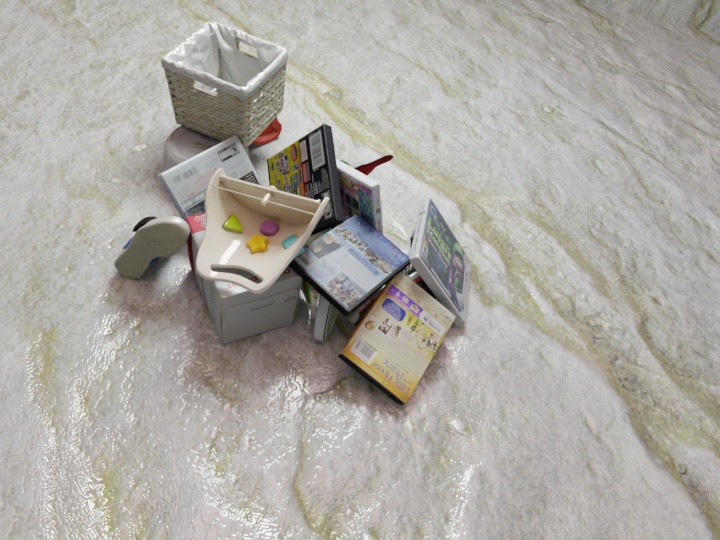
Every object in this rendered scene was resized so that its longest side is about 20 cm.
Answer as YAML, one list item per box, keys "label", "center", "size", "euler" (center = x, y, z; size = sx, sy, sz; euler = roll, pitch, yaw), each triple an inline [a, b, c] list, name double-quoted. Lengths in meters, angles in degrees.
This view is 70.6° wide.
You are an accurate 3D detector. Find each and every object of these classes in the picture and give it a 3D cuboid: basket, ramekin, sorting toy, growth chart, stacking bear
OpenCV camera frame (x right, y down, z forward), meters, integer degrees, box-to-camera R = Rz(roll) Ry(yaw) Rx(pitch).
- label: "basket"
  center: [-0.287, -0.406, 1.111]
  size: [0.198, 0.161, 0.200]
  euler: [23, 53, 6]
- label: "ramekin"
  center: [-0.345, -0.247, 1.145]
  size: [0.200, 0.105, 0.200]
  euler: [7, 48, -7]
- label: "sorting toy"
  center: [-0.172, -0.050, 0.825]
  size: [0.200, 0.107, 0.180]
  euler: [17, 57, 11]
- label: "growth chart"
  center: [-0.126, -0.003, 0.959]
  size: [0.018, 0.145, 0.200]
  euler: [-25, 60, -16]
- label: "stacking bear"
  center: [-0.313, -0.416, 1.301]
  size: [0.200, 0.121, 0.114]
  euler: [37, 62, 22]

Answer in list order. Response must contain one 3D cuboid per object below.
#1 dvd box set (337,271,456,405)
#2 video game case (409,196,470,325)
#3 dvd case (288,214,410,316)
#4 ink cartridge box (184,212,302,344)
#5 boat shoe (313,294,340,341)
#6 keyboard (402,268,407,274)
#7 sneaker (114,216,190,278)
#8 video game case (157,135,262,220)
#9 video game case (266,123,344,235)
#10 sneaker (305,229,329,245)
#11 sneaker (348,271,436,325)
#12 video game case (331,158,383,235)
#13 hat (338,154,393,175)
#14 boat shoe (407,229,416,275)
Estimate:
- label: "dvd box set"
  center: [0.070, 0.117, 0.915]
  size: [0.146, 0.029, 0.200]
  euler: [38, 62, -6]
- label: "video game case"
  center: [0.167, -0.020, 1.023]
  size: [0.023, 0.200, 0.182]
  euler: [-18, 37, 31]
- label: "dvd case"
  center: [-0.015, -0.016, 0.904]
  size: [0.143, 0.018, 0.200]
  euler: [41, 46, 13]
- label: "ink cartridge box"
  center: [-0.215, 0.003, 0.926]
  size: [0.145, 0.145, 0.200]
  euler: [-16, 54, -26]
- label: "boat shoe"
  center: [-0.037, 0.036, 0.944]
  size: [0.062, 0.072, 0.200]
  euler: [15, 82, 1]
- label: "keyboard"
  center: [0.003, -0.036, 1.100]
  size: [0.200, 0.021, 0.127]
  euler: [8, 48, -8]
- label: "sneaker"
  center: [-0.369, -0.069, 0.936]
  size: [0.077, 0.200, 0.111]
  euler: [40, 40, -25]
- label: "video game case"
  center: [-0.288, -0.157, 1.051]
  size: [0.023, 0.182, 0.200]
  euler: [-4, 30, 44]
- label: "video game case"
  center: [-0.115, -0.165, 1.020]
  size: [0.025, 0.181, 0.200]
  euler: [6, 71, -48]
- label: "sneaker"
  center: [-0.138, -0.138, 1.122]
  size: [0.081, 0.077, 0.200]
  euler: [-17, 64, -25]
- label: "sneaker"
  center: [0.074, 0.067, 0.991]
  size: [0.200, 0.077, 0.082]
  euler: [-28, 86, -17]
- label: "video game case"
  center: [-0.025, -0.134, 1.036]
  size: [0.024, 0.182, 0.200]
  euler: [-31, 46, -25]
- label: "hat"
  center: [-0.058, -0.237, 1.155]
  size: [0.200, 0.176, 0.166]
  euler: [-3, 50, -16]
- label: "boat shoe"
  center: [0.139, -0.062, 1.117]
  size: [0.060, 0.076, 0.200]
  euler: [17, 46, -11]
